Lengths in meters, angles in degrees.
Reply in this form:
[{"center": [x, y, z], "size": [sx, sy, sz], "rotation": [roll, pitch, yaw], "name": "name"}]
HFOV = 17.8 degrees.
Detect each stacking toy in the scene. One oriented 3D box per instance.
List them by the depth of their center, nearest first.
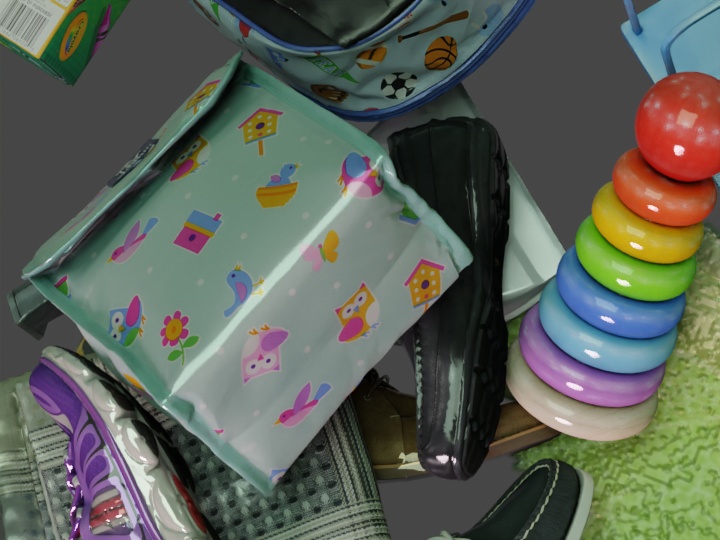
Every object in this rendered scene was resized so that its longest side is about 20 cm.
[{"center": [0.140, -0.012, 1.172], "size": [0.085, 0.085, 0.200], "rotation": [30, 125, 18], "name": "stacking toy"}]

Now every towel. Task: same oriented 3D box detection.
[{"center": [-0.094, 0.116, 1.197], "size": [0.200, 0.035, 0.193], "rotation": [-19, 67, 5], "name": "towel"}]

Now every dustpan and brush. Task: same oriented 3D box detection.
[{"center": [0.000, 0.000, 1.278], "size": [0.200, 0.057, 0.140], "rotation": [-29, 71, -2], "name": "dustpan and brush"}]

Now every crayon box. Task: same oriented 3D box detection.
[{"center": [-0.224, -0.212, 1.370], "size": [0.200, 0.058, 0.119], "rotation": [32, 86, 18], "name": "crayon box"}]

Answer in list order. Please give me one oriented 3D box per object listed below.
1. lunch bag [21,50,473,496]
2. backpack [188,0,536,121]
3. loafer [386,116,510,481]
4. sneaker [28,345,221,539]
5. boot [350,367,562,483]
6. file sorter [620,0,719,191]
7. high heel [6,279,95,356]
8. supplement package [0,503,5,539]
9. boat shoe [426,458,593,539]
[{"center": [-0.071, -0.014, 1.173], "size": [0.170, 0.122, 0.200], "rotation": [-47, 45, -4], "name": "lunch bag"}, {"center": [0.002, -0.170, 1.245], "size": [0.200, 0.154, 0.191], "rotation": [-47, 43, 2], "name": "backpack"}, {"center": [0.040, 0.014, 1.203], "size": [0.070, 0.068, 0.201], "rotation": [-4, 66, 15], "name": "loafer"}, {"center": [-0.123, 0.125, 1.146], "size": [0.083, 0.081, 0.200], "rotation": [-32, 64, 2], "name": "sneaker"}, {"center": [0.008, 0.079, 1.236], "size": [0.199, 0.074, 0.076], "rotation": [-8, 82, 9], "name": "boot"}, {"center": [0.239, -0.098, 1.203], "size": [0.139, 0.123, 0.200], "rotation": [-31, 73, 5], "name": "file sorter"}, {"center": [-0.103, 0.051, 1.272], "size": [0.142, 0.071, 0.200], "rotation": [-33, 64, 9], "name": "high heel"}, {"center": [-0.269, 0.174, 1.220], "size": [0.155, 0.111, 0.200], "rotation": [-10, 43, 11], "name": "supplement package"}, {"center": [0.047, 0.172, 1.192], "size": [0.060, 0.076, 0.200], "rotation": [39, 72, -13], "name": "boat shoe"}]
